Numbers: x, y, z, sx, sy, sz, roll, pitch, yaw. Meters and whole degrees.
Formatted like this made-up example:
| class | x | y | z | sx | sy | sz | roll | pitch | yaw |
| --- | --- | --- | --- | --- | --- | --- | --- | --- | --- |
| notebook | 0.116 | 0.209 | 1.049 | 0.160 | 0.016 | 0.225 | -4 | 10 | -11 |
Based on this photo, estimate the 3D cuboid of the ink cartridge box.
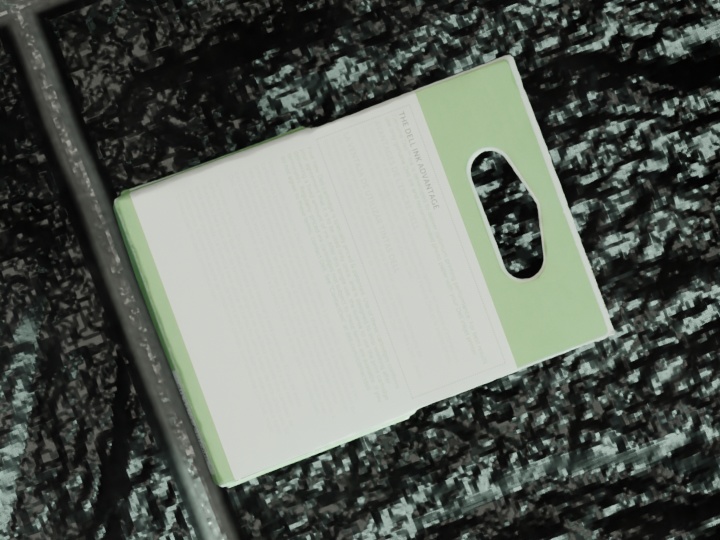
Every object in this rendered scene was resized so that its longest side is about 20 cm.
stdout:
| class | x | y | z | sx | sy | sz | roll | pitch | yaw |
| --- | --- | --- | --- | --- | --- | --- | --- | --- | --- |
| ink cartridge box | 0.000 | 0.000 | 1.212 | 0.199 | 0.048 | 0.146 | -20 | 89 | -6 |
